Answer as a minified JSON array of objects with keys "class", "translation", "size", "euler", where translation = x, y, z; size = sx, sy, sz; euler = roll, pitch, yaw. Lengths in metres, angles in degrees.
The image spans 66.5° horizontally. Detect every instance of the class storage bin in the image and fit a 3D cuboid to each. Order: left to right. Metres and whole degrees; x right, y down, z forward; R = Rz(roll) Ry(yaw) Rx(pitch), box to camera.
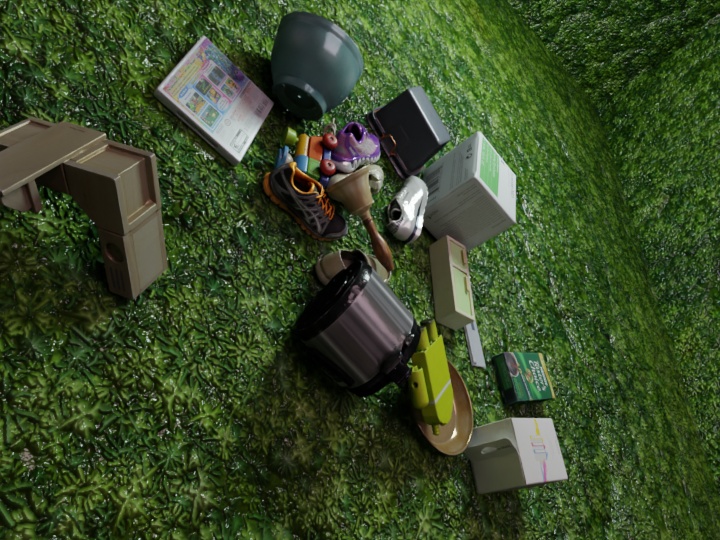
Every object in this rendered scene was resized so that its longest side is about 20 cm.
[{"class":"storage bin","translation":[0.126,-0.356,1.386],"size":[0.204,0.133,0.145],"euler":[58,39,-1]}]

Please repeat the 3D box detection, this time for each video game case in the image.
[{"class":"video game case","translation":[-0.263,-0.318,1.021],"size":[0.181,0.023,0.204],"euler":[40,44,-24]}]

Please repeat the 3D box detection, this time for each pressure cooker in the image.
[{"class":"pressure cooker","translation":[0.009,0.111,0.935],"size":[0.201,0.177,0.178],"euler":[47,38,-14]}]

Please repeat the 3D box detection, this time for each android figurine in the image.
[{"class":"android figurine","translation":[0.134,0.201,1.033],"size":[0.181,0.040,0.208],"euler":[-24,104,-66]}]

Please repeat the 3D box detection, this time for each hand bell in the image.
[{"class":"hand bell","translation":[0.018,-0.093,1.086],"size":[0.104,0.102,0.205],"euler":[-37,103,-51]}]

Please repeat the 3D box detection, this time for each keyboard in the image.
[{"class":"keyboard","translation":[0.269,0.135,1.344],"size":[0.055,0.010,0.207],"euler":[21,53,-45]}]

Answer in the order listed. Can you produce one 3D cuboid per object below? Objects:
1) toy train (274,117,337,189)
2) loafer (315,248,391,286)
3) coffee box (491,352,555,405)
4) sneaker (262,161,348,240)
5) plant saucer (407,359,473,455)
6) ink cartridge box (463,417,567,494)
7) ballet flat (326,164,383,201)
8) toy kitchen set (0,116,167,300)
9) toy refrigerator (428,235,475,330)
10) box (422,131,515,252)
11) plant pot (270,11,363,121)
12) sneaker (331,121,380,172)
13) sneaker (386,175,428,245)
[{"class":"toy train","translation":[-0.111,-0.258,1.116],"size":[0.112,0.085,0.206],"euler":[19,53,-23]},{"class":"loafer","translation":[0.000,0.000,1.079],"size":[0.196,0.067,0.078],"euler":[1,66,-47]},{"class":"coffee box","translation":[0.416,0.272,1.393],"size":[0.196,0.043,0.127],"euler":[12,59,-44]},{"class":"sneaker","translation":[-0.093,-0.129,1.051],"size":[0.198,0.076,0.080],"euler":[34,43,-31]},{"class":"plant saucer","translation":[0.155,0.270,1.111],"size":[0.197,0.035,0.207],"euler":[26,50,-35]},{"class":"ink cartridge box","translation":[0.317,0.387,1.147],"size":[0.196,0.127,0.130],"euler":[14,57,-41]},{"class":"ballet flat","translation":[0.007,-0.186,1.199],"size":[0.197,0.069,0.071],"euler":[-26,86,-47]},{"class":"toy kitchen set","translation":[-0.381,-0.062,0.695],"size":[0.193,0.185,0.164],"euler":[17,37,12]},{"class":"toy refrigerator","translation":[0.218,0.026,1.304],"size":[0.075,0.069,0.206],"euler":[25,50,-35]},{"class":"box","translation":[0.270,-0.189,1.390],"size":[0.171,0.197,0.203],"euler":[41,41,-24]},{"class":"plant pot","translation":[-0.106,-0.401,1.135],"size":[0.197,0.198,0.138],"euler":[31,74,-30]},{"class":"sneaker","translation":[-0.006,-0.283,1.209],"size":[0.078,0.091,0.200],"euler":[20,29,17]},{"class":"sneaker","translation":[0.107,-0.158,1.298],"size":[0.079,0.076,0.205],"euler":[27,47,-21]}]
